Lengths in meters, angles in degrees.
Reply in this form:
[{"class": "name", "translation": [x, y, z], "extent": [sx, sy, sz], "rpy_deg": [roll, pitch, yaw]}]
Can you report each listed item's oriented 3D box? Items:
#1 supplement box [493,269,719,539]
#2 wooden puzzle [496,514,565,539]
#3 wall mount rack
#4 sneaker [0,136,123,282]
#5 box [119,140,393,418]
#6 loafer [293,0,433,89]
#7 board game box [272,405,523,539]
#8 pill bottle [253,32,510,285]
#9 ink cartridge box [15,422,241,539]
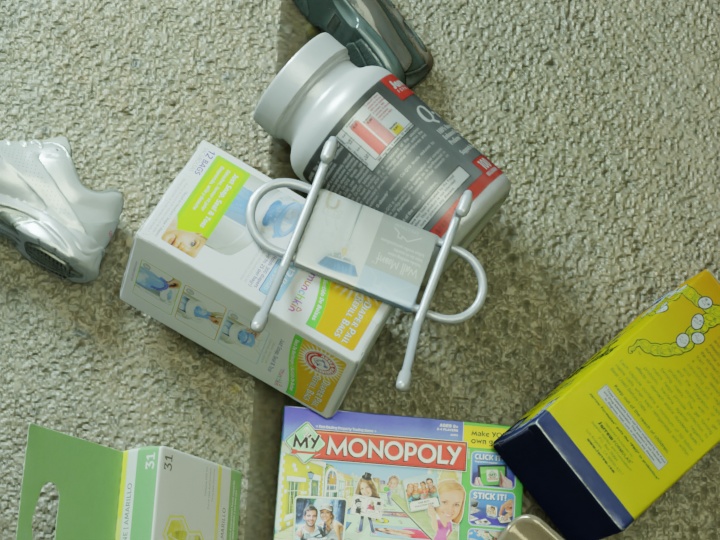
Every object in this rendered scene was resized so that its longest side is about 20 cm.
[{"class": "supplement box", "translation": [0.222, 0.110, 1.576], "extent": [0.200, 0.109, 0.110], "rpy_deg": [-38, 88, -21]}, {"class": "wooden puzzle", "translation": [0.136, 0.319, 1.531], "extent": [0.185, 0.037, 0.200], "rpy_deg": [41, 66, -1]}, {"class": "wall mount rack", "translation": [0.000, 0.000, 1.500], "extent": [0.199, 0.075, 0.175], "rpy_deg": [21, 69, -1]}, {"class": "sneaker", "translation": [-0.281, -0.076, 1.614], "extent": [0.199, 0.078, 0.100], "rpy_deg": [32, 67, -6]}, {"class": "box", "translation": [-0.074, 0.008, 1.578], "extent": [0.199, 0.102, 0.113], "rpy_deg": [30, 57, 3]}, {"class": "loafer", "translation": [-0.012, -0.236, 1.690], "extent": [0.063, 0.072, 0.201], "rpy_deg": [-31, 87, -33]}, {"class": "board game box", "translation": [0.030, 0.185, 1.593], "extent": [0.198, 0.029, 0.136], "rpy_deg": [5, 75, -5]}, {"class": "pill bottle", "translation": [0.015, -0.093, 1.620], "extent": [0.200, 0.116, 0.116], "rpy_deg": [42, 75, 5]}, {"class": "ink cartridge box", "translation": [-0.171, 0.202, 1.489], "extent": [0.048, 0.200, 0.147], "rpy_deg": [-9, 68, 33]}]
